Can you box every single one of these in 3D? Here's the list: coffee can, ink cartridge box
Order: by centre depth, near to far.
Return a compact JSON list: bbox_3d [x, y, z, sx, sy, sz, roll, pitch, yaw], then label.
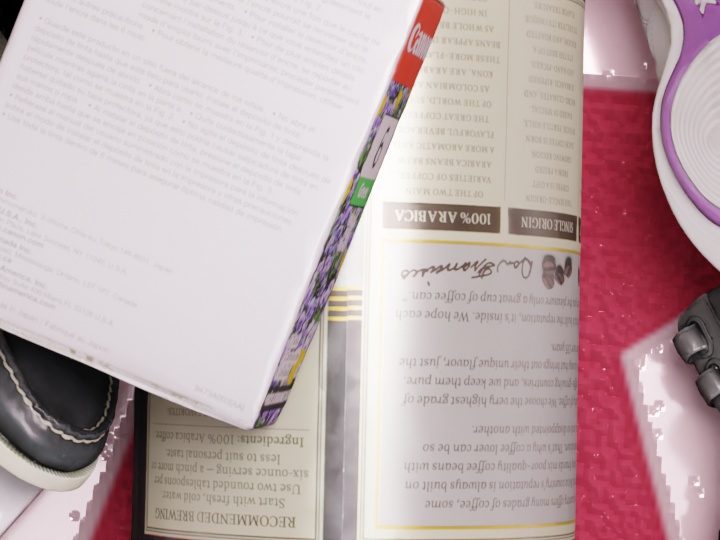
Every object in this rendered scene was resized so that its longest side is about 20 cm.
[{"bbox_3d":[-0.039,-0.066,0.799,0.109,0.050,0.201,23,93,9],"label":"ink cartridge box"},{"bbox_3d":[0.000,0.000,0.890,0.146,0.146,0.201,2,88,-3],"label":"coffee can"}]

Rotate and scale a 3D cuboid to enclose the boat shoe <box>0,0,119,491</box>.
[{"bbox_3d":[-0.105,-0.026,0.880,0.066,0.200,0.074,-39,135,27],"label":"boat shoe"}]

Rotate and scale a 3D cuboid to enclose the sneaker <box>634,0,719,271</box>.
[{"bbox_3d":[0.132,-0.080,0.913,0.075,0.099,0.201,-27,72,29],"label":"sneaker"}]

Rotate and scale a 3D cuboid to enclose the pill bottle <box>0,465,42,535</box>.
[{"bbox_3d":[-0.194,0.024,0.894,0.200,0.120,0.120,42,87,-1],"label":"pill bottle"}]

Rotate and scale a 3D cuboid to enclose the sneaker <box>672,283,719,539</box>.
[{"bbox_3d":[0.138,0.067,0.942,0.099,0.071,0.200,36,105,23],"label":"sneaker"}]
